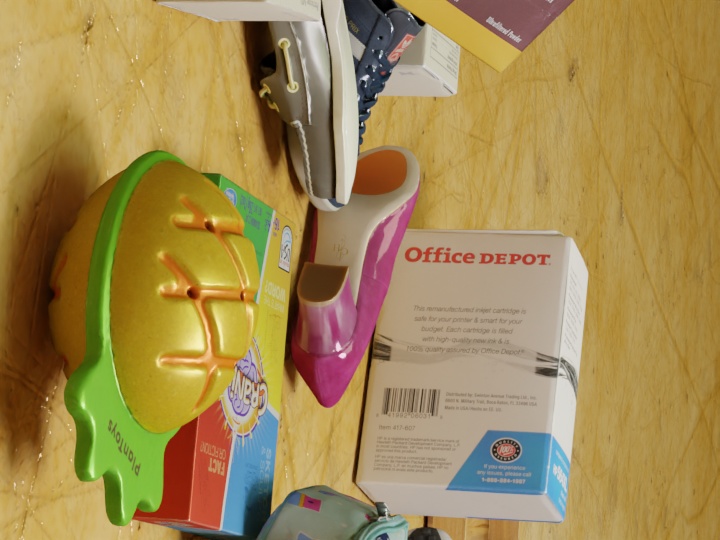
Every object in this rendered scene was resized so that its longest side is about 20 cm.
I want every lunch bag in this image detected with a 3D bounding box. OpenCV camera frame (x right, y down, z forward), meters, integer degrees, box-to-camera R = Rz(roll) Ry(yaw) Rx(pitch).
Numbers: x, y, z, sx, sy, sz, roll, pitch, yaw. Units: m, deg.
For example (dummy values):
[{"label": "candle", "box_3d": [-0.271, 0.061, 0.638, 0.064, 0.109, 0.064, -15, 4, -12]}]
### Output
[{"label": "lunch bag", "box_3d": [-0.033, 0.230, 1.678, 0.160, 0.077, 0.201, 9, 101, -75]}]

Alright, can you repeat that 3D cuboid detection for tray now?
[{"label": "tray", "box_3d": [0.096, 0.199, 2.266, 0.200, 0.037, 0.099, 23, 70, -74]}]

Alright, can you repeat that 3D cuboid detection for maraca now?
[{"label": "maraca", "box_3d": [-0.111, 0.032, 1.408, 0.137, 0.106, 0.201, 58, 36, -49]}]

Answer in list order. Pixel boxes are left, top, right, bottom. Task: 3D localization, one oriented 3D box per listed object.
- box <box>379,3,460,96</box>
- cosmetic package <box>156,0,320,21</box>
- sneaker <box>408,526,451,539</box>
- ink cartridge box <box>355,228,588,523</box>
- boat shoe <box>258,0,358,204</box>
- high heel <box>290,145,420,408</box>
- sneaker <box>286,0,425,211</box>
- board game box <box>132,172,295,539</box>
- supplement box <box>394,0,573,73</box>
[{"label": "box", "box_3d": [0.028, -0.228, 1.906, 0.095, 0.077, 0.201, 32, 61, -71]}, {"label": "cosmetic package", "box_3d": [-0.067, -0.250, 1.592, 0.103, 0.073, 0.201, 1, 90, -73]}, {"label": "sneaker", "box_3d": [0.039, 0.292, 2.043, 0.081, 0.075, 0.201, 51, 44, -86]}, {"label": "ink cartridge box", "box_3d": [0.086, 0.077, 2.020, 0.084, 0.145, 0.201, 53, 42, -63]}, {"label": "boat shoe", "box_3d": [-0.036, -0.137, 1.735, 0.072, 0.060, 0.203, -82, 168, -63]}, {"label": "high heel", "box_3d": [0.000, 0.000, 1.865, 0.200, 0.067, 0.096, -72, 163, -50]}, {"label": "sneaker", "box_3d": [0.001, -0.139, 1.812, 0.075, 0.084, 0.201, -22, 113, -72]}, {"label": "board game box", "box_3d": [-0.087, 0.055, 1.613, 0.153, 0.040, 0.201, 31, 62, -72]}, {"label": "supplement box", "box_3d": [0.080, -0.274, 1.682, 0.133, 0.200, 0.198, 29, 24, -46]}]
